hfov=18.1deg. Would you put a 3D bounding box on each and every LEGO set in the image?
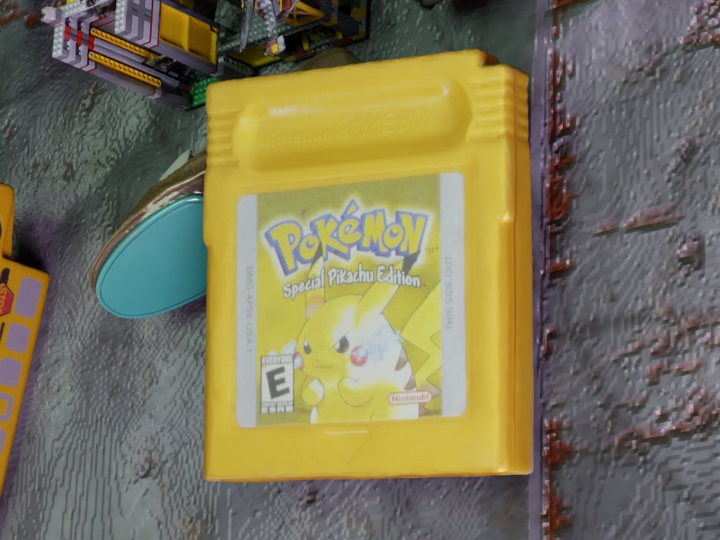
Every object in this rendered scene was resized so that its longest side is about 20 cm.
[{"bbox_3d":[-0.085,-0.174,1.215,0.199,0.116,0.155,-4,73,43],"label":"LEGO set"}]

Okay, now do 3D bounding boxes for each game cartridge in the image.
[{"bbox_3d":[0.000,0.000,1.091,0.175,0.032,0.202,-5,83,31],"label":"game cartridge"}]

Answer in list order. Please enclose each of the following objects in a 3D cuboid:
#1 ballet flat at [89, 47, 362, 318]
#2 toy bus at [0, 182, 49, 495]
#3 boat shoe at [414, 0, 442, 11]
[{"bbox_3d":[-0.066,-0.051,1.200,0.200,0.068,0.073,-40,32,27],"label":"ballet flat"},{"bbox_3d":[-0.234,0.049,1.309,0.065,0.078,0.201,3,78,45],"label":"toy bus"},{"bbox_3d":[0.100,-0.178,1.091,0.199,0.072,0.068,-14,103,33],"label":"boat shoe"}]
